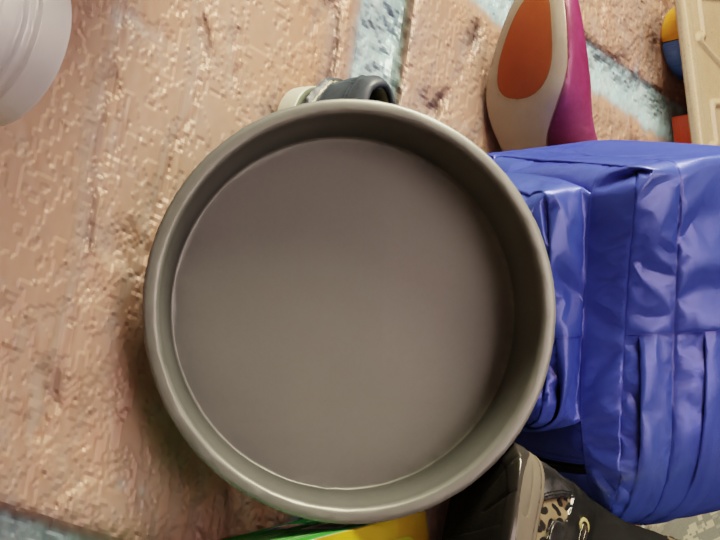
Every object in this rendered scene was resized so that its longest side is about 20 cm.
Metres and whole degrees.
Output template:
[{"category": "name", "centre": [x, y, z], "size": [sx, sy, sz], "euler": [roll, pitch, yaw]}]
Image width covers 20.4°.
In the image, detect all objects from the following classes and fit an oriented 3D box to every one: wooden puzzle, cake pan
[{"category": "wooden puzzle", "centre": [0.265, -0.121, 1.386], "size": [0.184, 0.046, 0.202], "euler": [-4, 92, -50]}, {"category": "cake pan", "centre": [-0.006, 0.020, 0.964], "size": [0.198, 0.037, 0.202], "euler": [1, 85, -9]}]

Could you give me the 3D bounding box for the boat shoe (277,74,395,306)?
[{"category": "boat shoe", "centre": [0.000, 0.000, 1.035], "size": [0.075, 0.061, 0.202], "euler": [6, 80, -51]}]

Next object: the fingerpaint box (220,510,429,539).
[{"category": "fingerpaint box", "centre": [-0.049, 0.211, 0.930], "size": [0.199, 0.073, 0.168], "euler": [-8, 90, -46]}]

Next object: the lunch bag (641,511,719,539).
[{"category": "lunch bag", "centre": [0.260, 0.221, 1.251], "size": [0.200, 0.139, 0.168], "euler": [48, 18, -34]}]

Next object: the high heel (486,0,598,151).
[{"category": "high heel", "centre": [0.126, -0.077, 1.193], "size": [0.096, 0.067, 0.202], "euler": [1, 98, -40]}]

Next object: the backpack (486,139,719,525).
[{"category": "backpack", "centre": [0.122, 0.037, 1.078], "size": [0.166, 0.162, 0.202], "euler": [-8, 100, -25]}]

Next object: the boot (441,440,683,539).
[{"category": "boot", "centre": [0.101, 0.198, 0.968], "size": [0.150, 0.073, 0.202], "euler": [24, 63, -30]}]

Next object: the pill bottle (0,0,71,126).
[{"category": "pill bottle", "centre": [-0.210, -0.122, 0.776], "size": [0.199, 0.104, 0.105], "euler": [23, 66, -46]}]
